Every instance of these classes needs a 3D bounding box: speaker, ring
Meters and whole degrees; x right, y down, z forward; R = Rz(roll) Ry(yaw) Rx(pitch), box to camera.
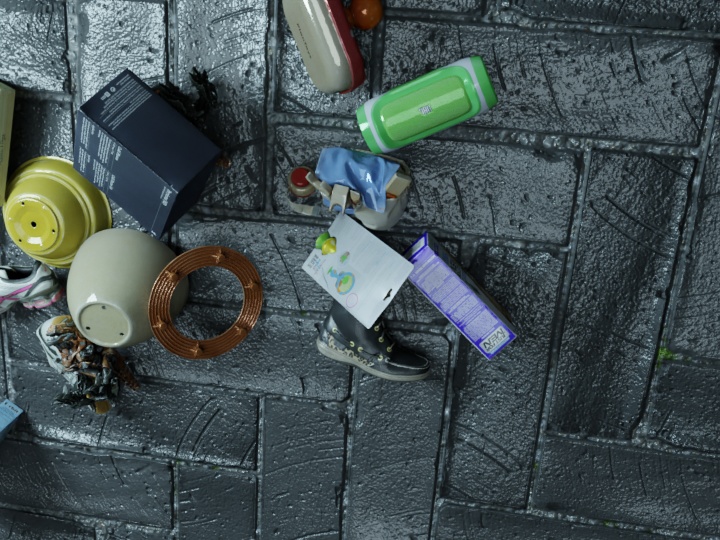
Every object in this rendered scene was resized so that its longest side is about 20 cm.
[{"bbox_3d":[0.099,-0.245,1.125,0.200,0.088,0.089,-21,104,15],"label":"speaker"},{"bbox_3d":[-0.251,0.057,1.249,0.200,0.019,0.201,-11,113,-29],"label":"ring"}]

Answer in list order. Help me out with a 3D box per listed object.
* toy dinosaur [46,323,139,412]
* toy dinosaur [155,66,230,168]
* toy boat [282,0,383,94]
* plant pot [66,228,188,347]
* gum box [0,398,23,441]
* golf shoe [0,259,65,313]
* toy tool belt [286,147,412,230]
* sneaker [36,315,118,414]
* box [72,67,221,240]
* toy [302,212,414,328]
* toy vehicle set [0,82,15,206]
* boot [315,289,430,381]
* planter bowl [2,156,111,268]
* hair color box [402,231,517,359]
[{"bbox_3d":[-0.456,0.163,1.304,0.200,0.136,0.102,25,139,-32],"label":"toy dinosaur"},{"bbox_3d":[-0.284,-0.242,1.196,0.200,0.102,0.136,27,134,-16],"label":"toy dinosaur"},{"bbox_3d":[-0.028,-0.367,1.101,0.130,0.130,0.200,-26,105,-15],"label":"toy boat"},{"bbox_3d":[-0.400,0.050,1.250,0.200,0.135,0.201,3,124,4],"label":"plant pot"},{"bbox_3d":[-0.729,0.350,1.389,0.045,0.200,0.170,38,110,-5],"label":"gum box"},{"bbox_3d":[-0.627,0.027,1.327,0.199,0.073,0.092,-11,126,7],"label":"golf shoe"},{"bbox_3d":[-0.020,-0.139,1.150,0.199,0.123,0.125,12,76,5],"label":"toy tool belt"},{"bbox_3d":[-0.516,0.171,1.376,0.087,0.076,0.200,-9,110,35],"label":"sneaker"},{"bbox_3d":[-0.331,-0.170,1.154,0.182,0.104,0.200,42,152,-6],"label":"box"},{"bbox_3d":[0.000,0.000,1.186,0.200,0.047,0.115,39,95,41],"label":"toy"},{"bbox_3d":[-0.628,-0.220,1.250,0.124,0.026,0.200,26,112,28],"label":"toy vehicle set"},{"bbox_3d":[0.032,0.092,1.254,0.200,0.073,0.151,17,110,12],"label":"boot"},{"bbox_3d":[-0.533,-0.087,1.277,0.200,0.083,0.201,2,108,8],"label":"planter bowl"},{"bbox_3d":[0.154,0.037,1.194,0.065,0.109,0.200,-42,98,13],"label":"hair color box"}]
